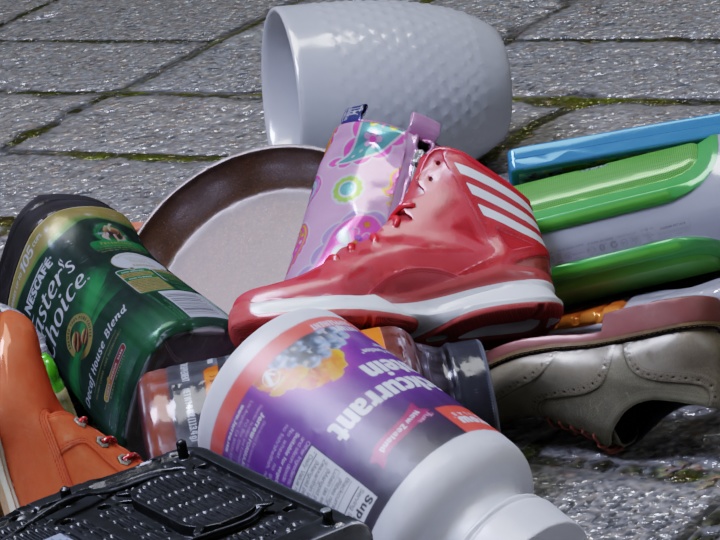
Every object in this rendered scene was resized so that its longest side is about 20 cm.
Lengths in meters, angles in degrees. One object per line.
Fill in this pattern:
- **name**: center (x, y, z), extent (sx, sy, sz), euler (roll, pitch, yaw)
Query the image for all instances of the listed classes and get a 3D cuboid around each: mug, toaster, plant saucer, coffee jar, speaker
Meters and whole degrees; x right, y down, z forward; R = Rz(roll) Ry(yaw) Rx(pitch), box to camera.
- **mug**: center (0.018, -0.131, 2.228), extent (0.174, 0.149, 0.200), euler (-6, -13, -12)
- **toaster**: center (-0.110, 0.174, 1.397), extent (0.180, 0.119, 0.200), euler (-20, 21, -29)
- **plant saucer**: center (-0.063, 0.010, 1.853), extent (0.199, 0.035, 0.201), euler (-11, 55, 16)
- **coffee jar**: center (-0.155, 0.033, 1.783), extent (0.085, 0.105, 0.200), euler (3, 25, -37)
- **speaker**: center (0.153, -0.025, 1.749), extent (0.199, 0.089, 0.089), euler (-13, 18, 9)

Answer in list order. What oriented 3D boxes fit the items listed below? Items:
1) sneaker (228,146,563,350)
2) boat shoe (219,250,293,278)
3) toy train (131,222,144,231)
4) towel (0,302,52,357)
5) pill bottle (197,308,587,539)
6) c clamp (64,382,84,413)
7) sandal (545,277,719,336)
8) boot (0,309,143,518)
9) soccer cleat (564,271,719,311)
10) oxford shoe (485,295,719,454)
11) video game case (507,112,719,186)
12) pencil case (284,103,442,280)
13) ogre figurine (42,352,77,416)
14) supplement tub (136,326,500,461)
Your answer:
- **sneaker**: center (0.014, -0.007, 1.684), extent (0.199, 0.116, 0.078), euler (-2, -28, -15)
- **boat shoe**: center (-0.017, 0.016, 1.906), extent (0.199, 0.072, 0.071), euler (-17, -15, 11)
- **toy train**: center (-0.221, -0.013, 1.949), extent (0.199, 0.056, 0.150), euler (-5, 22, -27)
- **towel**: center (-0.305, 0.062, 1.799), extent (0.165, 0.086, 0.200), euler (-15, 21, -30)
- **pill bottle**: center (0.018, 0.113, 1.463), extent (0.111, 0.112, 0.200), euler (-24, 45, -37)
- **c clamp**: center (-0.265, 0.096, 1.867), extent (0.170, 0.027, 0.200), euler (3, 20, 21)
- **sandal**: center (0.175, 0.044, 1.711), extent (0.079, 0.060, 0.206), euler (-15, 2, -43)
- **boot**: center (-0.154, 0.107, 1.534), extent (0.107, 0.201, 0.075), euler (-13, -15, -7)
- **soccer cleat**: center (0.215, 0.001, 1.827), extent (0.199, 0.068, 0.081), euler (-18, 57, 19)
- **oxford shoe**: center (0.126, 0.073, 1.658), extent (0.199, 0.075, 0.070), euler (-21, -16, 38)
- **video game case**: center (0.169, -0.041, 1.847), extent (0.142, 0.018, 0.200), euler (-9, -23, 1)
- **pencil case**: center (0.000, 0.000, 1.760), extent (0.087, 0.087, 0.201), euler (1, 60, 30)
- **ogre figurine**: center (-0.204, 0.129, 1.615), extent (0.119, 0.201, 0.098), euler (-24, -23, -10)
- **supplement tub**: center (-0.022, 0.091, 1.616), extent (0.199, 0.108, 0.107), euler (-11, 18, -3)
